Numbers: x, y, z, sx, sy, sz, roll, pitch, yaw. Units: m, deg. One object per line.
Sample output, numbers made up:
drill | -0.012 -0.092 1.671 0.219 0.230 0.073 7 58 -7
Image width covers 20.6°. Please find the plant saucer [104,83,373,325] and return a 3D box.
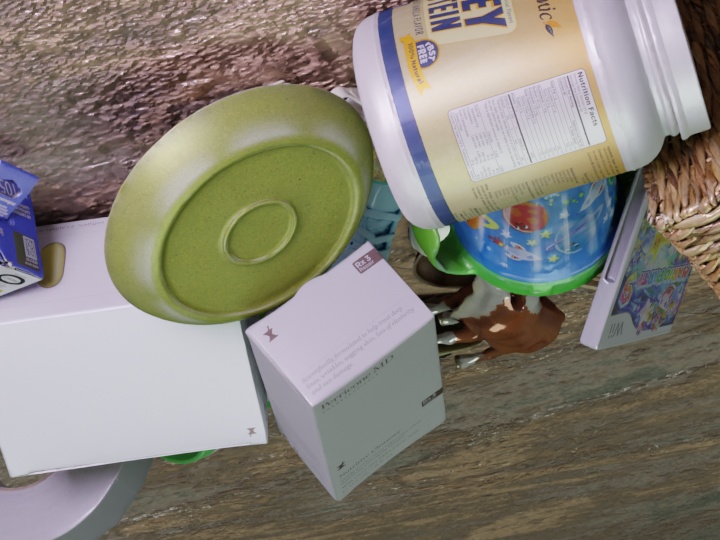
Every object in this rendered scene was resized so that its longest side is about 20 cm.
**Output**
plant saucer | -0.072 -0.034 1.314 0.200 0.031 0.200 -21 139 -19

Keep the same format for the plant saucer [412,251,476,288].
plant saucer | 0.137 -0.037 1.684 0.200 0.037 0.200 -13 162 -4

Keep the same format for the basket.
basket | 0.276 -0.086 1.321 0.143 0.200 0.149 -26 133 26

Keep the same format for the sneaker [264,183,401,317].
sneaker | 0.000 0.000 1.513 0.074 0.082 0.200 -2 128 -44

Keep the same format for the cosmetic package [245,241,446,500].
cosmetic package | -0.006 0.076 1.429 0.113 0.081 0.200 -37 158 -10

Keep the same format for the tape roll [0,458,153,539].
tape roll | -0.274 0.135 1.640 0.200 0.201 0.066 -16 163 9

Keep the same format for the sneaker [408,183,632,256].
sneaker | 0.137 -0.041 1.541 0.200 0.081 0.075 -12 135 -1

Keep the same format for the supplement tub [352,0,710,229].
supplement tub | 0.108 -0.118 1.247 0.200 0.145 0.144 -17 162 9

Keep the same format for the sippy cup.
sippy cup | 0.130 -0.070 1.451 0.139 0.178 0.130 21 155 15

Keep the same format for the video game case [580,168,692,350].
video game case | 0.233 -0.041 1.505 0.018 0.200 0.143 25 -164 27

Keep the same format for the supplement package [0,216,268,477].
supplement package | -0.179 0.051 1.475 0.200 0.111 0.156 -8 131 2

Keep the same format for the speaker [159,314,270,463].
speaker | -0.108 0.081 1.649 0.088 0.089 0.200 -27 -170 37

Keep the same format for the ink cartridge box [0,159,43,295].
ink cartridge box | -0.313 -0.018 1.357 0.200 0.077 0.136 -18 162 19

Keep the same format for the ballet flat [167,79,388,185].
ballet flat | -0.039 -0.098 1.350 0.200 0.071 0.071 1 157 -36

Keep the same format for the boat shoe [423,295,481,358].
boat shoe | 0.024 0.069 1.862 0.200 0.072 0.066 -8 157 -29

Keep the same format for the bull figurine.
bull figurine | 0.115 0.038 1.735 0.121 0.065 0.200 -15 160 18

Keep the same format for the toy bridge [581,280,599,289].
toy bridge | 0.242 -0.020 1.758 0.200 0.067 0.027 -20 161 20
